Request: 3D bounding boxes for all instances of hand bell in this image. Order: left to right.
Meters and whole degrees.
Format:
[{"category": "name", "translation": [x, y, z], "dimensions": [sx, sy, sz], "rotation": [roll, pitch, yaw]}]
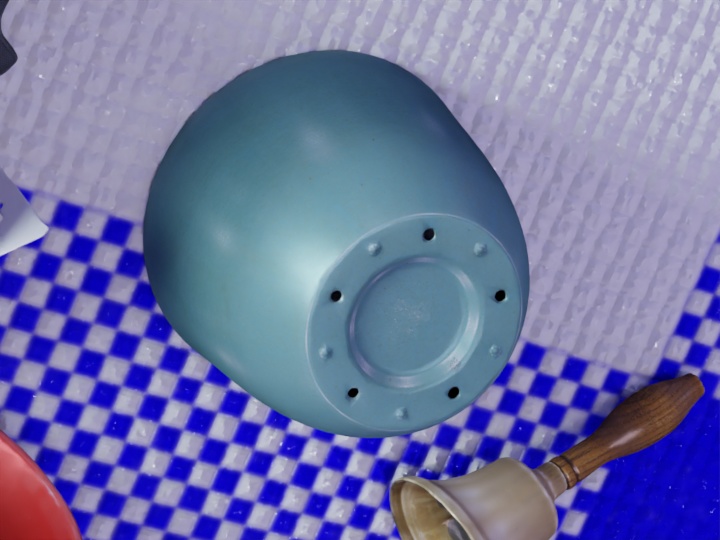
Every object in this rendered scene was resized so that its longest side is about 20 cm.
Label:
[{"category": "hand bell", "translation": [0.127, 0.117, 1.763], "dimensions": [0.200, 0.104, 0.104], "rotation": [-33, 121, -21]}]

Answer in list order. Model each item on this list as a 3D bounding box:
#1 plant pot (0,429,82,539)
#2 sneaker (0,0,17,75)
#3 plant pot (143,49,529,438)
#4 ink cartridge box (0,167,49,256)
[{"category": "plant pot", "translation": [-0.272, 0.170, 1.554], "dimensions": [0.200, 0.201, 0.177], "rotation": [25, 112, -29]}, {"category": "sneaker", "translation": [-0.212, -0.181, 1.497], "dimensions": [0.084, 0.074, 0.200], "rotation": [-8, 123, -26]}, {"category": "plant pot", "translation": [0.000, 0.000, 1.604], "dimensions": [0.200, 0.161, 0.201], "rotation": [-9, 115, -19]}, {"category": "ink cartridge box", "translation": [-0.273, -0.023, 1.505], "dimensions": [0.200, 0.115, 0.068], "rotation": [-25, 120, -12]}]
